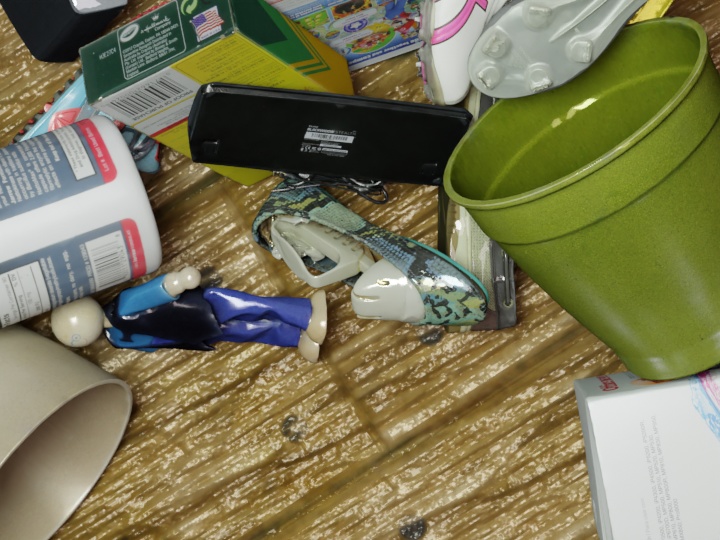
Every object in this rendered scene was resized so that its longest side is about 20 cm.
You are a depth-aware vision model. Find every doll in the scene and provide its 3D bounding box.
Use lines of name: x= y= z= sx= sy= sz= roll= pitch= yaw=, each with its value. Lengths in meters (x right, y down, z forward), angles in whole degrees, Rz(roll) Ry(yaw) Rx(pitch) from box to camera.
doll: x=-0.127 y=0.034 z=1.330 sx=0.199 sy=0.137 sz=0.049 roll=2 pitch=66 yaw=-9

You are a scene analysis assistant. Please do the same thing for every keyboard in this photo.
keyboard: x=-0.028 y=-0.098 z=1.287 sx=0.200 sy=0.104 sz=0.040 roll=6 pitch=48 yaw=-17

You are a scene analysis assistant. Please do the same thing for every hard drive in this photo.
hard drive: x=-0.249 y=-0.258 z=1.327 sx=0.042 sy=0.135 sz=0.200 roll=-26 pitch=89 yaw=-32

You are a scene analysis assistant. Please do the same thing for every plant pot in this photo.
plant pot: x=0.191 y=-0.035 z=1.230 sx=0.200 sy=0.200 sz=0.193 roll=-34 pitch=112 yaw=4
plant pot: x=-0.305 y=0.099 z=1.329 sx=0.200 sy=0.187 sz=0.187 roll=36 pitch=93 yaw=16

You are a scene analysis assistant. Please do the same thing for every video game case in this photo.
video game case: x=-0.024 y=-0.193 z=1.283 sx=0.143 sy=0.200 sz=0.018 roll=-19 pitch=68 yaw=2

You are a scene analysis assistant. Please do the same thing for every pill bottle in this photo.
pill bottle: x=-0.251 y=-0.023 z=1.262 sx=0.200 sy=0.120 sz=0.120 roll=-20 pitch=90 yaw=-14

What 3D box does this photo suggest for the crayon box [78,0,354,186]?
crayon box: x=-0.090 y=-0.130 z=1.289 sx=0.127 sy=0.200 sz=0.051 roll=-23 pitch=65 yaw=22

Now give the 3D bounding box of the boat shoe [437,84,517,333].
boat shoe: x=0.094 y=-0.053 z=1.345 sx=0.066 sy=0.072 sz=0.201 roll=2 pitch=95 yaw=-10

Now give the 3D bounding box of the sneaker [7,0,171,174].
sneaker: x=-0.177 y=-0.120 z=1.363 sx=0.096 sy=0.079 sz=0.200 roll=44 pitch=101 yaw=-10

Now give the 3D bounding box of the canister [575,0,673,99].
canister: x=0.136 y=-0.236 z=1.327 sx=0.200 sy=0.087 sz=0.149 roll=35 pitch=94 yaw=3

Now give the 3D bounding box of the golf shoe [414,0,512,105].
golf shoe: x=0.089 y=-0.211 z=1.255 sx=0.092 sy=0.073 sz=0.201 roll=11 pitch=96 yaw=7

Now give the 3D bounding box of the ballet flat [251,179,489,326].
ballet flat: x=0.000 y=0.000 z=1.318 sx=0.200 sy=0.074 sz=0.074 roll=29 pitch=93 yaw=32

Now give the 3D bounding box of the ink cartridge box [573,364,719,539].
ink cartridge box: x=0.263 y=0.137 z=1.298 sx=0.199 sy=0.145 sz=0.145 roll=-10 pitch=91 yaw=3

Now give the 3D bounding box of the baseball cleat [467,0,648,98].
baseball cleat: x=0.159 y=-0.193 z=1.239 sx=0.200 sy=0.106 sz=0.070 roll=-34 pitch=107 yaw=17
